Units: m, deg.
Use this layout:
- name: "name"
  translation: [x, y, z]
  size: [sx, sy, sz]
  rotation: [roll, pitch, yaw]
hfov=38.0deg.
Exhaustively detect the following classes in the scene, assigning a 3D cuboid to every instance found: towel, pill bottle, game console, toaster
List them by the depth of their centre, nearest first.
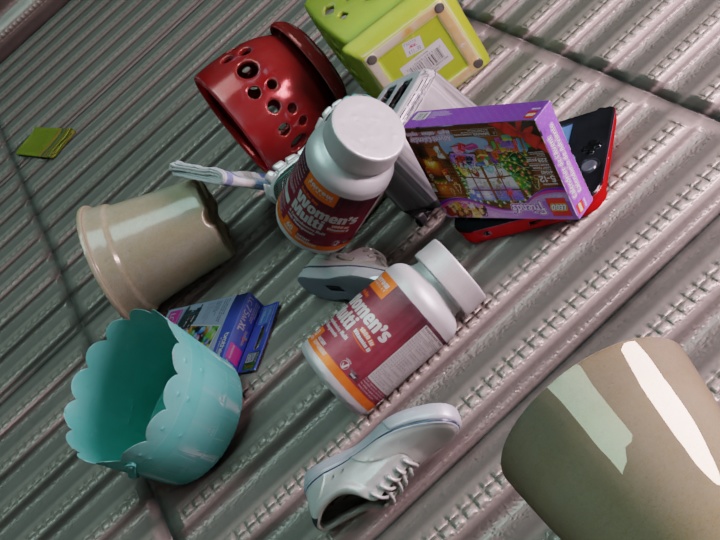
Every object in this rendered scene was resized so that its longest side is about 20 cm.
- name: "pill bottle"
  translation: [0.039, 0.063, 1.193]
  size: [0.200, 0.110, 0.110]
  rotation: [-41, 35, 1]
- name: "pill bottle"
  translation: [-0.025, -0.114, 1.269]
  size: [0.200, 0.109, 0.110]
  rotation: [125, 167, -54]
- name: "game console"
  translation: [0.216, -0.120, 1.291]
  size: [0.199, 0.031, 0.177]
  rotation: [-13, 44, 34]
- name: "toaster"
  translation: [0.073, -0.169, 1.380]
  size: [0.113, 0.129, 0.200]
  rotation: [-10, 44, 57]
- name: "towel"
  translation: [-0.164, -0.134, 1.541]
  size: [0.147, 0.199, 0.024]
  rotation: [15, 98, 47]
- name: "towel"
  translation: [-0.723, -0.294, 2.386]
  size: [0.200, 0.018, 0.086]
  rotation: [11, 59, 49]

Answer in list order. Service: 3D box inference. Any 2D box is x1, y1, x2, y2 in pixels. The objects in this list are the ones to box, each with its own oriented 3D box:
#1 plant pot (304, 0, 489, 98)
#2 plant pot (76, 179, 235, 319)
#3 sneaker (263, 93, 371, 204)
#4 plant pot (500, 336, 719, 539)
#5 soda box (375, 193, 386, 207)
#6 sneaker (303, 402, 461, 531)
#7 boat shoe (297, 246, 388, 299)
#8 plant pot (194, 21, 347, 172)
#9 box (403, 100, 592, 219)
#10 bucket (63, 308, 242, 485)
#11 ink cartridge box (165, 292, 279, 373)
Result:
- name: "plant pot"
  translation: [0.065, -0.346, 1.542]
  size: [0.200, 0.199, 0.182]
  rotation: [-36, 42, 7]
- name: "plant pot"
  translation: [-0.299, -0.044, 1.584]
  size: [0.183, 0.201, 0.201]
  rotation: [-25, 36, 3]
- name: "sneaker"
  translation: [-0.041, -0.150, 1.418]
  size: [0.200, 0.078, 0.091]
  rotation: [-48, 37, 8]
- name: "plant pot"
  translation: [0.241, 0.190, 0.829]
  size: [0.187, 0.187, 0.200]
  rotation: [-37, 49, 6]
- name: "soda box"
  translation: [-0.013, -0.114, 1.469]
  size: [0.200, 0.068, 0.064]
  rotation: [-49, 35, -11]
- name: "sneaker"
  translation: [0.027, 0.211, 1.093]
  size: [0.200, 0.073, 0.071]
  rotation: [-36, 43, 23]
- name: "boat shoe"
  translation: [0.000, 0.000, 1.339]
  size: [0.200, 0.071, 0.070]
  rotation: [2, 56, 53]
- name: "plant pot"
  translation: [-0.137, -0.282, 1.655]
  size: [0.182, 0.201, 0.200]
  rotation: [-42, 35, -5]
- name: "box"
  translation: [0.155, -0.124, 1.205]
  size: [0.199, 0.137, 0.039]
  rotation: [4, 44, 47]
- name: "bucket"
  translation: [-0.258, 0.166, 1.314]
  size: [0.207, 0.135, 0.208]
  rotation: [-22, 50, 30]
- name: "ink cartridge box"
  translation: [-0.211, 0.096, 1.461]
  size: [0.199, 0.042, 0.120]
  rotation: [-10, 46, 34]
